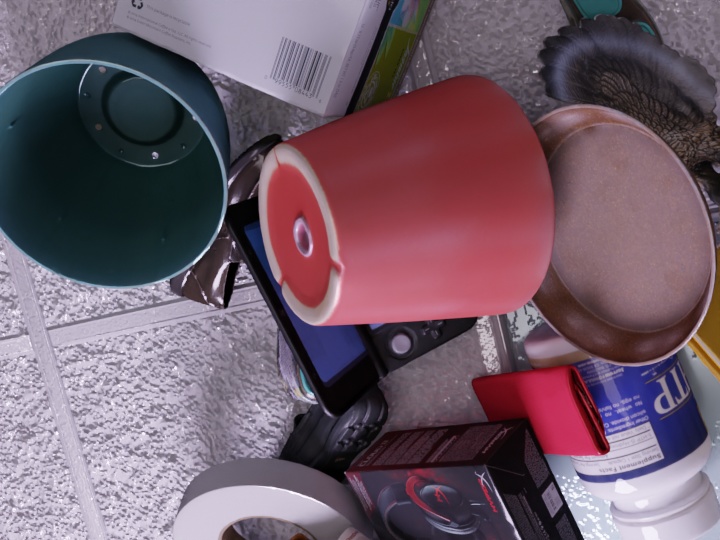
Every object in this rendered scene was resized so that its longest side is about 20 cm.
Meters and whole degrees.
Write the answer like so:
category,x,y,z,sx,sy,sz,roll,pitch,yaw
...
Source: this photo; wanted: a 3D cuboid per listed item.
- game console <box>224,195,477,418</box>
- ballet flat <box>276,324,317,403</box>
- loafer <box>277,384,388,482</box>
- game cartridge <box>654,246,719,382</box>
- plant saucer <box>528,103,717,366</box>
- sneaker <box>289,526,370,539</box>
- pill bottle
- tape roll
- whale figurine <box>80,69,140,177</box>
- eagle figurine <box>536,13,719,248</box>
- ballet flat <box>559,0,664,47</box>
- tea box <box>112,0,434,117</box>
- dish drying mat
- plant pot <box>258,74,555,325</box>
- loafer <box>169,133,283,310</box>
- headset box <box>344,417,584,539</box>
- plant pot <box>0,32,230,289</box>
category,x,y,z,sx,sy,sz,roll,pitch,yaw
game console,0.000,0.000,0.832,0.176,0.116,0.200,-27,92,-6
ballet flat,-0.058,0.029,0.908,0.072,0.072,0.201,-6,79,18
loafer,-0.042,0.176,0.945,0.201,0.068,0.070,-54,43,28
game cartridge,0.349,0.031,0.682,0.200,0.032,0.176,-29,57,-6
plant saucer,0.186,-0.028,0.702,0.200,0.034,0.201,35,135,43
sneaker,0.014,0.283,0.849,0.199,0.073,0.085,2,100,24
pill bottle,0.232,0.131,0.813,0.119,0.120,0.200,-22,94,20
tape roll,-0.087,0.267,0.939,0.202,0.037,0.203,4,129,5
whale figurine,-0.270,-0.140,0.945,0.159,0.104,0.200,42,85,6
eagle figurine,0.231,-0.103,0.760,0.200,0.151,0.152,31,88,24
ballet flat,0.205,-0.212,0.780,0.067,0.064,0.200,-22,122,20
tea box,-0.062,-0.227,0.794,0.200,0.197,0.134,26,107,13
dish drying mat,0.151,0.122,0.811,0.018,0.200,0.077,-26,88,-16
plant pot,0.026,-0.044,0.747,0.200,0.177,0.201,37,133,52
loafer,-0.114,-0.044,0.921,0.071,0.073,0.200,34,117,3
headset box,0.088,0.224,0.862,0.200,0.075,0.149,-15,105,46
plant pot,-0.204,-0.112,0.804,0.200,0.161,0.201,0,122,1
